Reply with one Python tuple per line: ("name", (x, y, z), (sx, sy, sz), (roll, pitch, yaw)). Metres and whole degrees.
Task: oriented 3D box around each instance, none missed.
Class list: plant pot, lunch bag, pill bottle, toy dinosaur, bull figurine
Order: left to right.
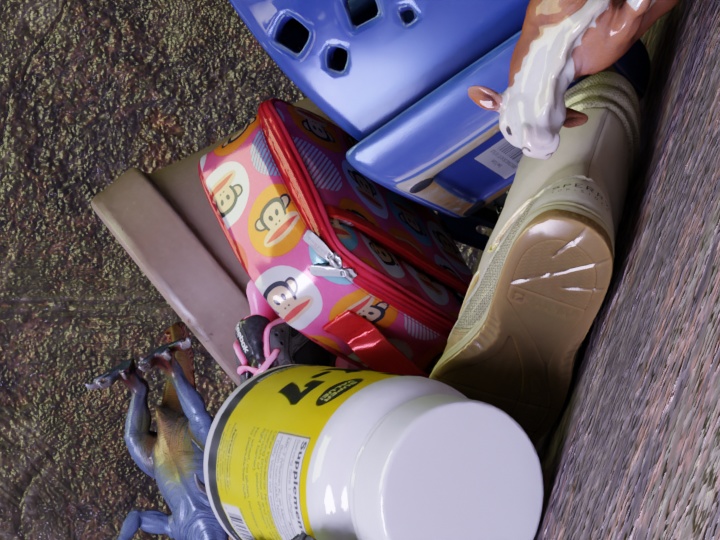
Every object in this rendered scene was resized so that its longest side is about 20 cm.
("toy dinosaur", (-0.096, 0.134, 1.262), (0.105, 0.182, 0.200), (-24, 8, 29))
("plant pot", (-0.060, -0.024, 1.367), (0.174, 0.201, 0.200), (-39, -4, -4))
("lunch bag", (0.000, 0.000, 1.197), (0.082, 0.200, 0.177), (-40, 51, 17))
("pill bottle", (0.005, 0.110, 1.035), (0.200, 0.114, 0.115), (1, 69, 62))
("plant pot", (0.056, -0.148, 1.181), (0.199, 0.181, 0.200), (-34, -15, 12))
("bull figurine", (0.133, -0.148, 1.012), (0.200, 0.065, 0.121), (-54, 3, -26))

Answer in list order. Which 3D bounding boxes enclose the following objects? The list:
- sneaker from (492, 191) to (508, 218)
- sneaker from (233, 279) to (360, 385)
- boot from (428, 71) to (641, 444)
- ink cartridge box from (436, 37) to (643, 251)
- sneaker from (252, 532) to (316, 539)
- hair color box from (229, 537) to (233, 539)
("sneaker", (0.101, -0.037, 1.275), (0.071, 0.098, 0.201), (111, 178, -51))
("sneaker", (-0.051, 0.076, 1.197), (0.079, 0.096, 0.201), (-23, 35, 24))
("boot", (0.097, 0.000, 1.091), (0.156, 0.072, 0.201), (-70, 0, -48))
("ink cartridge box", (0.122, -0.088, 1.392), (0.039, 0.099, 0.201), (-70, -2, -61))
("sneaker", (-0.049, 0.189, 1.007), (0.085, 0.078, 0.200), (-50, -1, -18))
("hair color box", (-0.051, 0.175, 1.303), (0.201, 0.060, 0.099), (-64, 24, 18))
